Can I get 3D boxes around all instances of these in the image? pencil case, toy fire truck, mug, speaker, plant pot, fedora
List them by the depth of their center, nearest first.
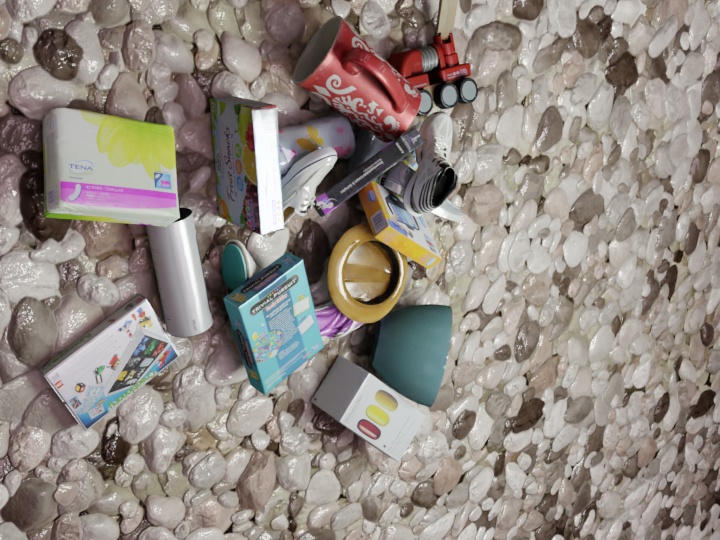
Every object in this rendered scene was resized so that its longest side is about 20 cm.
[{"bbox_3d":[-0.298,0.002,1.486,0.080,0.081,0.204,-21,116,-30],"label":"speaker"},{"bbox_3d":[0.003,-0.308,1.533,0.198,0.179,0.134,34,109,-27],"label":"mug"},{"bbox_3d":[-0.105,-0.213,1.564,0.197,0.090,0.085,-20,92,-32],"label":"pencil case"},{"bbox_3d":[0.128,-0.398,1.671,0.174,0.128,0.204,-19,104,-31],"label":"toy fire truck"},{"bbox_3d":[0.000,0.000,1.709,0.198,0.081,0.206,-9,104,-39],"label":"fedora"},{"bbox_3d":[0.094,0.156,1.790,0.132,0.200,0.205,12,99,-4],"label":"plant pot"}]

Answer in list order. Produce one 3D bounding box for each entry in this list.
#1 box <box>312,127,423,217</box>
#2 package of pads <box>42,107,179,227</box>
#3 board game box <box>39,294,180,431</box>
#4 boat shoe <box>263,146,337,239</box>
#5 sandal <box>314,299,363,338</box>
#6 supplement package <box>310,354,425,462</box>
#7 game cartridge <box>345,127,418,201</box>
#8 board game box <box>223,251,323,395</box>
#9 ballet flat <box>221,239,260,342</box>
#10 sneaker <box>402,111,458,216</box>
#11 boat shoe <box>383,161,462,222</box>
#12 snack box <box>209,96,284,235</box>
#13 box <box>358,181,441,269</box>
[{"bbox_3d":[0.015,-0.173,1.580,0.199,0.143,0.036,-36,94,20],"label":"box"},{"bbox_3d":[-0.372,-0.154,1.351,0.197,0.068,0.158,3,75,-38],"label":"package of pads"},{"bbox_3d":[-0.406,0.151,1.480,0.199,0.034,0.128,-39,124,-21],"label":"board game box"},{"bbox_3d":[-0.106,-0.127,1.535,0.199,0.071,0.071,-38,162,21],"label":"boat shoe"},{"bbox_3d":[-0.039,0.094,1.735,0.200,0.049,0.084,-22,117,-31],"label":"sandal"},{"bbox_3d":[0.017,0.276,1.799,0.199,0.109,0.115,40,80,-39],"label":"supplement package"},{"bbox_3d":[0.067,-0.200,1.733,0.197,0.040,0.136,16,91,-40],"label":"game cartridge"},{"bbox_3d":[-0.149,0.094,1.588,0.150,0.046,0.203,-37,133,-31],"label":"board game box"},{"bbox_3d":[-0.203,0.031,1.589,0.068,0.069,0.204,-18,119,-31],"label":"ballet flat"},{"bbox_3d":[0.150,-0.198,1.638,0.075,0.115,0.205,21,78,-28],"label":"sneaker"},{"bbox_3d":[0.133,-0.152,1.731,0.199,0.070,0.073,23,95,-37],"label":"boat shoe"},{"bbox_3d":[-0.186,-0.174,1.475,0.052,0.141,0.205,-14,112,-33],"label":"snack box"},{"bbox_3d":[0.081,-0.082,1.702,0.041,0.121,0.198,-38,141,24],"label":"box"}]
